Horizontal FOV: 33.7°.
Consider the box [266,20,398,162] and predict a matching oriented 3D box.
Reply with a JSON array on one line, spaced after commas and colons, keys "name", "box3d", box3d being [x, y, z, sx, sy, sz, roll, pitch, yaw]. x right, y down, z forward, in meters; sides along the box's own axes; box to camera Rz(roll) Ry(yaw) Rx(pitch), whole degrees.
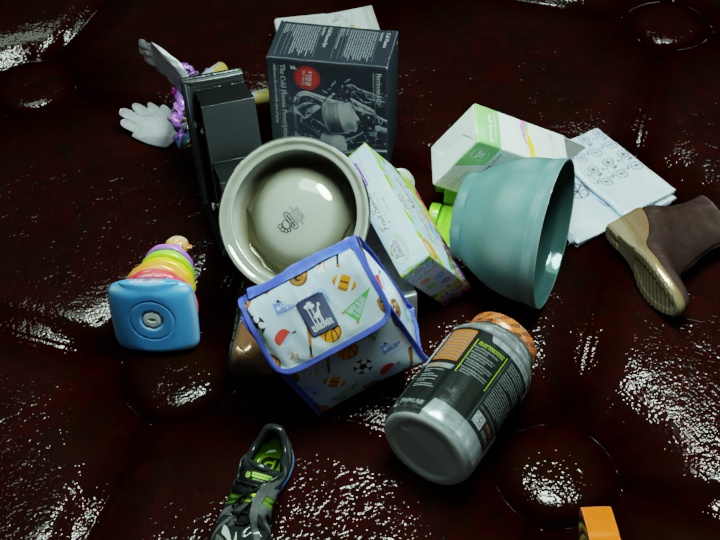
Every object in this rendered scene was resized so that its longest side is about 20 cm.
[{"name": "box", "box3d": [-0.039, -0.256, 1.787, 0.180, 0.201, 0.105, 5, 43, 8]}]

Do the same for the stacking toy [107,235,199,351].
[{"name": "stacking toy", "box3d": [-0.261, 0.009, 1.609, 0.115, 0.111, 0.201, 0, 34, 5]}]

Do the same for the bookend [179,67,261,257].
[{"name": "bookend", "box3d": [-0.177, -0.152, 1.649, 0.091, 0.201, 0.200, -12, 27, -12]}]

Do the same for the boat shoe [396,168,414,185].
[{"name": "boat shoe", "box3d": [-0.002, -0.106, 1.728, 0.199, 0.069, 0.075, -29, 51, -25]}]

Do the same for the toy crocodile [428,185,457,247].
[{"name": "toy crocodile", "box3d": [0.137, -0.092, 1.725, 0.067, 0.062, 0.201, 8, 50, 8]}]

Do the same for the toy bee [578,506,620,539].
[{"name": "toy bee", "box3d": [0.258, 0.343, 1.264, 0.129, 0.110, 0.200, 6, 20, 19]}]

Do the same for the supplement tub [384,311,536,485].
[{"name": "supplement tub", "box3d": [0.126, 0.148, 1.431, 0.122, 0.123, 0.200, 24, 50, 24]}]

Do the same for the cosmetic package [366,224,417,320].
[{"name": "cosmetic package", "box3d": [0.000, 0.000, 1.619, 0.100, 0.072, 0.201, -13, 46, -10]}]

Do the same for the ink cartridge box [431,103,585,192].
[{"name": "ink cartridge box", "box3d": [0.212, -0.149, 1.675, 0.198, 0.117, 0.068, 15, 55, -26]}]

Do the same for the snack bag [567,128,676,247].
[{"name": "snack bag", "box3d": [0.338, -0.129, 1.779, 0.198, 0.022, 0.189, -24, 49, -21]}]

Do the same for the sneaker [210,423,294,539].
[{"name": "sneaker", "box3d": [-0.126, 0.258, 1.353, 0.070, 0.083, 0.201, 9, 46, 11]}]

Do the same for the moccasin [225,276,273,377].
[{"name": "moccasin", "box3d": [-0.126, 0.054, 1.569, 0.077, 0.074, 0.203, 11, 41, -7]}]

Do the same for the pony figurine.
[{"name": "pony figurine", "box3d": [-0.260, -0.262, 1.853, 0.192, 0.168, 0.200, 32, 37, 20]}]

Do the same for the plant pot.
[{"name": "plant pot", "box3d": [0.197, -0.061, 1.592, 0.133, 0.202, 0.201, 13, 46, 20]}]

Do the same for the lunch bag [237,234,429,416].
[{"name": "lunch bag", "box3d": [-0.033, 0.061, 1.434, 0.169, 0.201, 0.124, -27, 44, 8]}]

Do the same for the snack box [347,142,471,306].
[{"name": "snack box", "box3d": [0.060, -0.061, 1.603, 0.053, 0.142, 0.201, -37, 59, 15]}]

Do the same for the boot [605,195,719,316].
[{"name": "boot", "box3d": [0.450, -0.029, 1.638, 0.164, 0.073, 0.201, -15, 43, -11]}]

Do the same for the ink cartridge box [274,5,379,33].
[{"name": "ink cartridge box", "box3d": [-0.047, -0.365, 2.007, 0.174, 0.045, 0.201, -8, 46, -6]}]

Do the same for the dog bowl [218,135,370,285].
[{"name": "dog bowl", "box3d": [-0.078, -0.068, 1.534, 0.198, 0.074, 0.203, 0, 87, 10]}]
